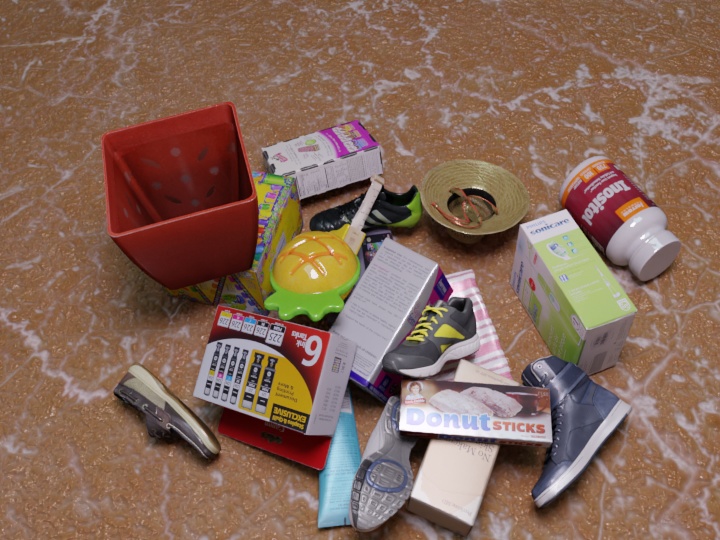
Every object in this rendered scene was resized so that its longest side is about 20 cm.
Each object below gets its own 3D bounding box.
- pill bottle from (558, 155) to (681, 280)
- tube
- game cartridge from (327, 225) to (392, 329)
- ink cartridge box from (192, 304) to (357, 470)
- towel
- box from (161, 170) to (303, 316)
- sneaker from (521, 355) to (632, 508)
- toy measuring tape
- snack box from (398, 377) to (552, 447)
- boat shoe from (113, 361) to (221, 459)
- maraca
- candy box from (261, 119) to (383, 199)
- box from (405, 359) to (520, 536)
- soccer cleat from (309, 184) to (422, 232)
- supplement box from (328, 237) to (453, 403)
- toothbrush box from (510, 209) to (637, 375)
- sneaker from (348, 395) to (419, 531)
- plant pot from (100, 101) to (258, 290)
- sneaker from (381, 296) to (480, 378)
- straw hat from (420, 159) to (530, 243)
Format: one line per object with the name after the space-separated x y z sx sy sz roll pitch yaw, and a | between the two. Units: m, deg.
0.427 -0.085 1.187 0.111 0.114 0.202 -23 54 -14 | pill bottle
-0.030 0.251 1.008 0.075 0.051 0.204 -5 57 -4 | tube
0.000 0.000 1.203 0.126 0.039 0.204 -10 53 2 | game cartridge
-0.123 0.159 0.993 0.196 0.084 0.180 10 81 29 | ink cartridge box
0.137 0.098 1.102 0.143 0.030 0.204 -13 63 -7 | towel
-0.218 -0.057 1.204 0.188 0.123 0.203 11 54 12 | box
0.258 0.211 0.986 0.146 0.078 0.201 41 60 18 | sneaker
-0.024 -0.063 1.165 0.072 0.073 0.204 23 87 21 | toy measuring tape
0.148 0.184 0.937 0.194 0.024 0.074 4 61 3 | snack box
-0.281 0.214 1.042 0.198 0.074 0.065 34 72 30 | boat shoe
-0.069 0.012 1.042 0.133 0.109 0.201 -2 30 9 | maraca
-0.071 -0.200 1.320 0.195 0.062 0.137 -17 35 -10 | candy box
0.138 0.236 0.968 0.093 0.078 0.203 19 63 10 | box
0.008 -0.104 1.213 0.194 0.082 0.068 -8 44 -3 | soccer cleat
0.038 0.074 1.056 0.102 0.101 0.203 25 79 30 | supplement box
0.311 0.037 1.082 0.084 0.147 0.203 -16 54 -8 | toothbrush box
0.030 0.262 0.951 0.073 0.088 0.201 31 40 1 | sneaker
-0.244 -0.091 1.045 0.195 0.178 0.203 -15 54 -6 | plant pot
0.095 0.089 1.004 0.073 0.087 0.198 4 14 40 | sneaker
0.186 -0.096 1.228 0.195 0.086 0.204 2 43 -2 | straw hat
